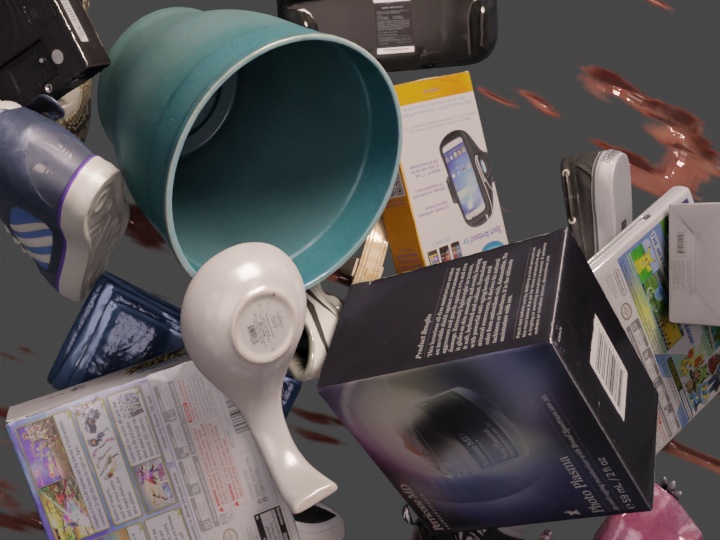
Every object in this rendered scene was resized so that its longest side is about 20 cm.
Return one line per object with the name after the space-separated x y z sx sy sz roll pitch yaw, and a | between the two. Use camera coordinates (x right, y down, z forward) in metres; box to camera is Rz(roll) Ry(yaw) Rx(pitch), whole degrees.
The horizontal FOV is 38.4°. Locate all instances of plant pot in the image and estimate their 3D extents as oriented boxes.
-0.103 -0.107 0.783 0.199 0.188 0.202 -23 130 -30 | plant pot

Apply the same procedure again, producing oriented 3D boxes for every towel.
-0.153 0.094 0.872 0.199 0.049 0.113 28 88 -12 | towel

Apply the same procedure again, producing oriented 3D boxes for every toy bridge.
0.000 0.000 0.888 0.027 0.067 0.202 18 89 -12 | toy bridge

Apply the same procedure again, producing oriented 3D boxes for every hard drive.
-0.297 -0.171 0.782 0.199 0.038 0.141 -26 94 25 | hard drive

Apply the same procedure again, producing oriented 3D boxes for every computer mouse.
-0.106 0.216 0.873 0.198 0.044 0.111 15 119 -12 | computer mouse

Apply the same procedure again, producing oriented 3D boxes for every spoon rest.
-0.070 0.076 0.749 0.099 0.060 0.202 -24 112 -27 | spoon rest

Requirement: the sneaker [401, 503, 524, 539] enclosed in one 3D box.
0.103 0.283 0.923 0.113 0.075 0.202 -19 93 -7 | sneaker

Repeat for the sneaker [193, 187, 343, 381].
-0.089 0.009 0.838 0.200 0.088 0.074 42 114 9 | sneaker

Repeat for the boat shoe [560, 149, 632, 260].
0.213 -0.010 0.937 0.056 0.068 0.203 6 107 32 | boat shoe

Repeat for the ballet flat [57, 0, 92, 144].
-0.248 -0.185 0.825 0.067 0.075 0.203 3 92 -11 | ballet flat

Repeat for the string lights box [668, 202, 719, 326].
0.358 -0.010 0.925 0.198 0.059 0.104 -4 94 -37 | string lights box

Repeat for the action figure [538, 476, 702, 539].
0.205 0.268 0.891 0.199 0.149 0.134 -35 77 -23 | action figure

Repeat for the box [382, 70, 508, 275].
0.068 -0.062 0.885 0.118 0.041 0.202 -19 99 -45 | box

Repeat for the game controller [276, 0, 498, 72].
0.026 -0.227 0.902 0.197 0.042 0.106 -6 108 -11 | game controller

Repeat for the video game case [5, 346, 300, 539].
-0.153 0.171 0.801 0.179 0.045 0.202 -18 104 -13 | video game case

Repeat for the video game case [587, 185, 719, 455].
0.258 0.058 0.921 0.182 0.022 0.201 -37 116 -21 | video game case

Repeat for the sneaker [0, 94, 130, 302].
-0.257 -0.061 0.783 0.145 0.200 0.081 30 65 -1 | sneaker

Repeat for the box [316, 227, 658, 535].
0.105 0.098 0.810 0.201 0.197 0.124 54 37 -31 | box
